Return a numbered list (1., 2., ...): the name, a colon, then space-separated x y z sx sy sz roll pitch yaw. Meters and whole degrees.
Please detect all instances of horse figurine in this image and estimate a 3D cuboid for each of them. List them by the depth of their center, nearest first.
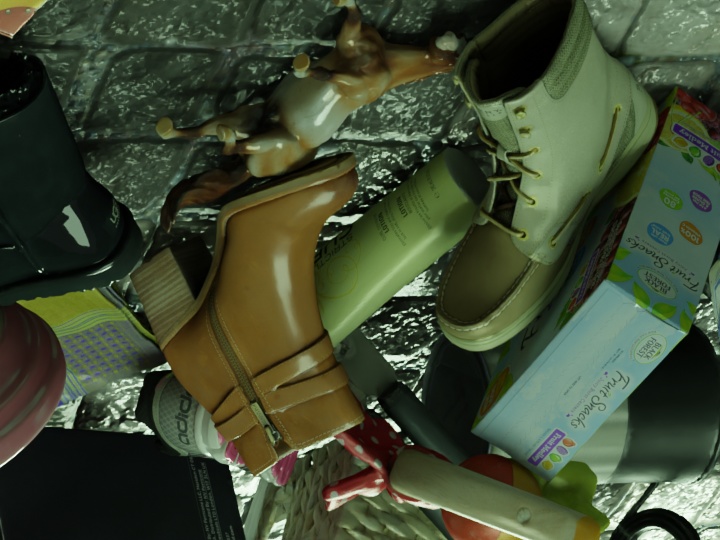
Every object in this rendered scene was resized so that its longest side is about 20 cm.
1. horse figurine: -0.036 -0.096 1.596 0.200 0.050 0.132 -38 160 16

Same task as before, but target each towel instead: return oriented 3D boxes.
1. towel: -0.231 0.061 1.780 0.199 0.023 0.144 -22 148 8

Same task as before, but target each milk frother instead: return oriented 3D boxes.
1. milk frother: 0.149 0.149 1.923 0.187 0.201 0.181 -1 149 -22

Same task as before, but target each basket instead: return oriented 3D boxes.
1. basket: 0.024 0.222 1.965 0.200 0.136 0.123 35 134 -22

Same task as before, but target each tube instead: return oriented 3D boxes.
1. tube: 0.000 0.000 1.752 0.200 0.058 0.052 -39 101 25

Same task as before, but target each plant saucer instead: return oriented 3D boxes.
1. plant saucer: -0.277 0.067 1.630 0.199 0.201 0.051 -16 122 0

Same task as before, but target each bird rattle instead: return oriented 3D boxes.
1. bird rattle: 0.073 0.138 1.736 0.199 0.113 0.163 31 170 -16

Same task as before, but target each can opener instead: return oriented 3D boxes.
1. can opener: 0.017 0.099 1.831 0.053 0.200 0.066 -44 -176 -11

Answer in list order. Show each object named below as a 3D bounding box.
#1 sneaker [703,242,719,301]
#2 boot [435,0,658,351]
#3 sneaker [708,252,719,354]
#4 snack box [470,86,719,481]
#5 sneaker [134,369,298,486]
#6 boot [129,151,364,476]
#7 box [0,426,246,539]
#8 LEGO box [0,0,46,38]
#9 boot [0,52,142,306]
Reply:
1. sneaker: 0.283 -0.006 1.887 0.200 0.075 0.079 21 113 -46
2. boot: 0.090 -0.062 1.629 0.200 0.072 0.155 -55 147 -8
3. sneaker: 0.255 -0.004 1.768 0.075 0.088 0.201 -14 122 -20
4. snack box: 0.158 0.008 1.715 0.068 0.200 0.169 33 134 -5
5. sneaker: -0.093 0.097 1.853 0.087 0.074 0.200 17 178 19
6. boot: -0.043 0.029 1.678 0.200 0.156 0.077 -33 176 31
7. box: -0.213 0.203 1.892 0.198 0.124 0.200 6 146 -37
8. LEGO box: -0.210 -0.211 1.329 0.199 0.077 0.149 18 134 -42
9. boot: -0.242 -0.047 1.569 0.199 0.077 0.168 -11 139 18
